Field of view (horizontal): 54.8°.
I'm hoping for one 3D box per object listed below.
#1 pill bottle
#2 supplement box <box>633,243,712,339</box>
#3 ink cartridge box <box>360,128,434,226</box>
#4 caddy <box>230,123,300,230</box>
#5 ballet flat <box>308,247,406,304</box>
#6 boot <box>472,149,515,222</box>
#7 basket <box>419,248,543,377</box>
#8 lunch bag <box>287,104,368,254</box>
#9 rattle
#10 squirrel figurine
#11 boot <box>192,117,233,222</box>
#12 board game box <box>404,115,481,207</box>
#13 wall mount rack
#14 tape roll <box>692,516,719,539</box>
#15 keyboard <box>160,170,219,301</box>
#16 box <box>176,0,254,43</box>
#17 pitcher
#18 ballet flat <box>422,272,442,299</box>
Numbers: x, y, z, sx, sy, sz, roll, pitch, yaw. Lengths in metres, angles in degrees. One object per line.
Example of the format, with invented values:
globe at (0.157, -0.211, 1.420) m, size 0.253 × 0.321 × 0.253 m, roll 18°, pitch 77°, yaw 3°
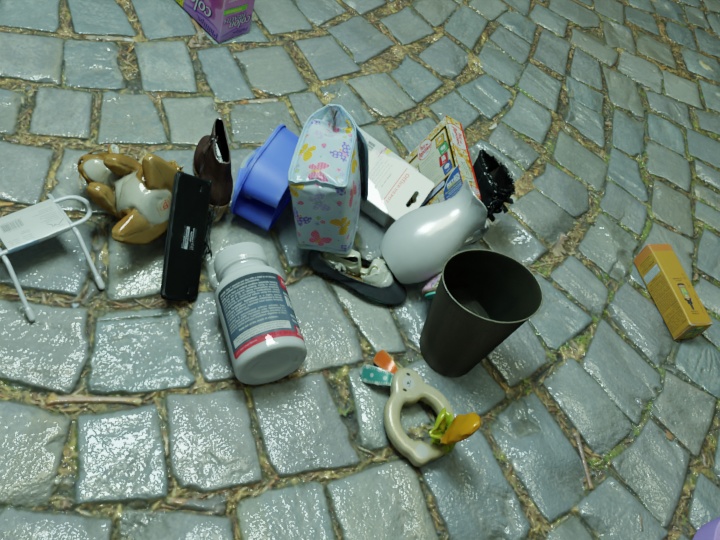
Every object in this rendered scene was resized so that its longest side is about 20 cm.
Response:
pill bottle at (-0.166, 0.063, 1.100) m, size 0.117 × 0.121 × 0.204 m, roll -8°, pitch 59°, yaw -25°
supplement box at (0.656, 0.042, 1.466) m, size 0.065 × 0.069 × 0.204 m, roll -1°, pitch 54°, yaw -20°
ink cartridge box at (0.035, -0.173, 1.363) m, size 0.198 × 0.068 × 0.116 m, roll 37°, pitch 73°, yaw 8°
caddy at (-0.168, -0.174, 1.261) m, size 0.103 × 0.142 × 0.202 m, roll 30°, pitch 49°, yaw -3°
ballet flat at (0.000, 0.000, 1.244) m, size 0.195 × 0.074 × 0.074 m, roll 23°, pitch 50°, yaw -3°
boot at (0.217, -0.172, 1.391) m, size 0.072 × 0.164 × 0.201 m, roll -12°, pitch 60°, yaw -30°
basket at (0.184, 0.081, 1.168) m, size 0.175 × 0.202 × 0.139 m, roll 5°, pitch 53°, yaw -16°
lunch bag at (-0.047, -0.162, 1.204) m, size 0.123 × 0.172 × 0.204 m, roll 5°, pitch 50°, yaw 6°
rattle at (0.086, 0.193, 1.094) m, size 0.127 × 0.144 × 0.204 m, roll -22°, pitch 69°, yaw -12°
squirrel figurine at (-0.376, -0.134, 1.171) m, size 0.184 × 0.145 × 0.198 m, roll 24°, pitch 7°, yaw 29°
boot at (-0.253, -0.208, 1.235) m, size 0.070 × 0.168 × 0.204 m, roll 1°, pitch 54°, yaw -20°
board game box at (0.155, -0.181, 1.378) m, size 0.045 × 0.151 × 0.204 m, roll 18°, pitch 48°, yaw -32°
wall mount rack at (-0.495, -0.029, 1.077) m, size 0.198 × 0.075 × 0.174 m, roll -29°, pitch 65°, yaw -35°
tape roll at (0.638, 0.499, 1.124) m, size 0.194 × 0.066 × 0.204 m, roll 10°, pitch 52°, yaw -13°
keyboard at (-0.286, -0.052, 1.139) m, size 0.103 × 0.039 × 0.207 m, roll 13°, pitch 84°, yaw -55°
box at (-0.315, -0.642, 1.509) m, size 0.176 × 0.202 × 0.096 m, roll 45°, pitch 53°, yaw 15°
pitcher at (0.144, -0.056, 1.276) m, size 0.197 × 0.171 × 0.123 m, roll -34°, pitch 60°, yaw 8°
ballet flat at (0.192, 0.027, 1.275) m, size 0.195 × 0.069 × 0.073 m, roll 12°, pitch 74°, yaw -31°
